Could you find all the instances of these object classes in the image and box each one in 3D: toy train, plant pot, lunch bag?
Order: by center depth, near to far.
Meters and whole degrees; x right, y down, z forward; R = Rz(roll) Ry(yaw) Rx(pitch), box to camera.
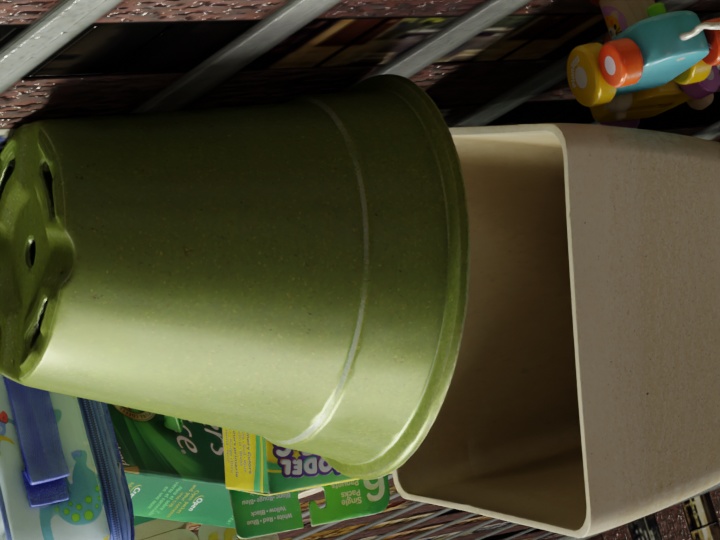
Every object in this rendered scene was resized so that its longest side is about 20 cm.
[{"bbox_3d":[-0.077,-0.004,1.248,0.189,0.201,0.200,4,160,-26],"label":"plant pot"},{"bbox_3d":[0.176,-0.121,1.309,0.150,0.056,0.200,-21,171,15],"label":"toy train"},{"bbox_3d":[-0.183,0.077,1.368,0.082,0.201,0.161,-13,167,-19],"label":"lunch bag"},{"bbox_3d":[0.133,0.017,1.368,0.176,0.201,0.200,-7,-175,-28],"label":"plant pot"}]

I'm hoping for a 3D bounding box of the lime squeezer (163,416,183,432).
[{"bbox_3d":[-0.108,0.015,1.511,0.038,0.070,0.200,-54,172,-52],"label":"lime squeezer"}]

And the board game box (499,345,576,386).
[{"bbox_3d":[0.151,0.026,1.551,0.199,0.166,0.057,7,130,-20],"label":"board game box"}]

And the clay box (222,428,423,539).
[{"bbox_3d":[-0.021,0.042,1.421,0.115,0.201,0.048,-8,-175,-37],"label":"clay box"}]

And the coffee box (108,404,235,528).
[{"bbox_3d":[-0.142,0.093,1.599,0.199,0.123,0.044,13,129,-39],"label":"coffee box"}]

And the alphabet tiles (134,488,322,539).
[{"bbox_3d":[-0.128,0.123,1.708,0.195,0.200,0.015,-16,140,-12],"label":"alphabet tiles"}]
